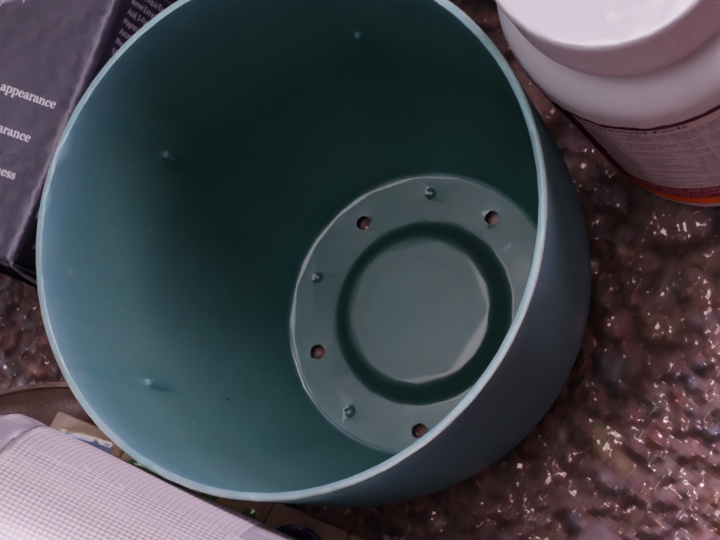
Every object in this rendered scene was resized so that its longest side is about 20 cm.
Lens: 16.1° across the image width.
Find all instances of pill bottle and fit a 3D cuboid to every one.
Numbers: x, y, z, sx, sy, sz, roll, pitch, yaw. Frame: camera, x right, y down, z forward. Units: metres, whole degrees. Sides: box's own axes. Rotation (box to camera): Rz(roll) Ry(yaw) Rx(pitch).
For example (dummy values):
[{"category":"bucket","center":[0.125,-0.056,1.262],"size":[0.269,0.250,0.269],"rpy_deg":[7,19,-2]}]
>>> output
[{"category":"pill bottle","center":[0.113,-0.097,0.943],"size":[0.109,0.200,0.110],"rpy_deg":[-4,76,19]}]

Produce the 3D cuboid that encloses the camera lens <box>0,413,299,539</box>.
[{"category":"camera lens","center":[-0.088,0.154,0.912],"size":[0.200,0.160,0.160],"rpy_deg":[23,86,10]}]

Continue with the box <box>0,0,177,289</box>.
[{"category":"box","center":[-0.146,-0.104,1.065],"size":[0.148,0.104,0.200],"rpy_deg":[21,86,22]}]

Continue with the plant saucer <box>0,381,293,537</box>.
[{"category":"plant saucer","center":[-0.123,0.141,1.035],"size":[0.200,0.032,0.200],"rpy_deg":[1,59,-2]}]

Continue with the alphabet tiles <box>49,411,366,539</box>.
[{"category":"alphabet tiles","center":[-0.091,0.168,1.001],"size":[0.167,0.008,0.200],"rpy_deg":[22,61,10]}]

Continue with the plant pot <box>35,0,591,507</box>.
[{"category":"plant pot","center":[0.000,0.000,0.986],"size":[0.200,0.161,0.201],"rpy_deg":[-5,76,20]}]
